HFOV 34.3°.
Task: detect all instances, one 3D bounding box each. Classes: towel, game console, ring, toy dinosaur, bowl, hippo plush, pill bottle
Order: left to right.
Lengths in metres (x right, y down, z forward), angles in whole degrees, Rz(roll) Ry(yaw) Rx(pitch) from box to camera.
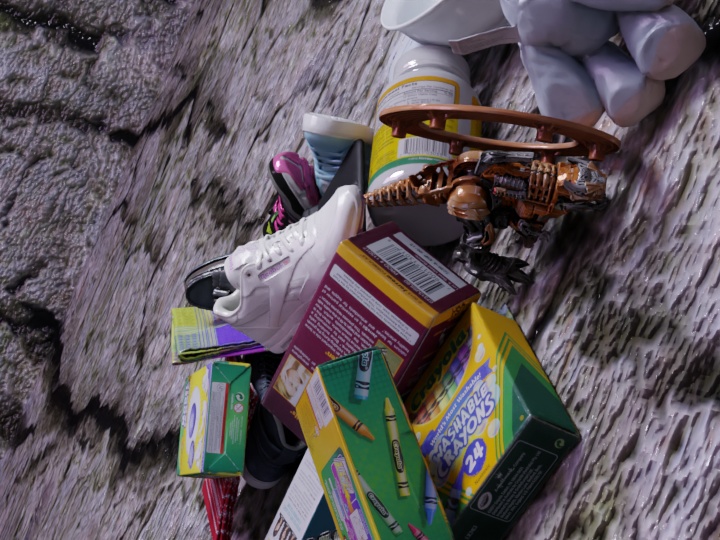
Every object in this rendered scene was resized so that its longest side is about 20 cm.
[{"bbox_3d":[-0.151,0.200,1.338,0.145,0.022,0.200,-128,47,-67],"label":"towel"},{"bbox_3d":[-0.123,0.058,1.368,0.144,0.200,0.023,-113,14,-67],"label":"towel"},{"bbox_3d":[0.000,0.000,1.212,0.116,0.176,0.200,-24,39,21],"label":"game console"},{"bbox_3d":[0.068,-0.134,1.199,0.113,0.113,0.200,-42,32,45],"label":"pill bottle"},{"bbox_3d":[0.123,-0.306,1.252,0.201,0.090,0.201,-41,24,22],"label":"bowl"},{"bbox_3d":[0.109,-0.065,0.996,0.200,0.136,0.102,22,68,28],"label":"toy dinosaur"},{"bbox_3d":[0.113,-0.109,0.964,0.200,0.200,0.019,-175,94,-67],"label":"ring"},{"bbox_3d":[0.188,-0.212,0.980,0.161,0.200,0.160,-59,-32,-56],"label":"hippo plush"}]

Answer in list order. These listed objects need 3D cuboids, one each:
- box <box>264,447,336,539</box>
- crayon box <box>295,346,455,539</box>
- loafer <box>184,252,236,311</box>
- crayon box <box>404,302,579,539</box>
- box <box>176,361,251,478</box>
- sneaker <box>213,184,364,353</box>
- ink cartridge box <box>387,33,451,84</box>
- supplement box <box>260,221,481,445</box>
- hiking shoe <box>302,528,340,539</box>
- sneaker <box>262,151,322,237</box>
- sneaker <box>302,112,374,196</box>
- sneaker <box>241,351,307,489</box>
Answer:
[{"bbox_3d":[-0.058,0.275,1.159,0.200,0.049,0.082,-65,22,3],"label":"box"},{"bbox_3d":[0.013,0.175,0.923,0.119,0.058,0.200,117,134,-65],"label":"crayon box"},{"bbox_3d":[-0.107,0.019,1.343,0.063,0.200,0.072,-90,-6,-61],"label":"loafer"},{"bbox_3d":[0.096,0.117,0.967,0.126,0.052,0.200,-58,23,20],"label":"crayon box"},{"bbox_3d":[-0.163,0.166,1.272,0.200,0.048,0.118,143,132,-71],"label":"box"},{"bbox_3d":[-0.067,-0.005,1.089,0.200,0.100,0.075,-54,19,30],"label":"sneaker"},{"bbox_3d":[0.042,-0.193,1.380,0.200,0.047,0.160,-58,17,23],"label":"ink cartridge box"},{"bbox_3d":[0.006,0.072,1.049,0.086,0.110,0.200,-23,-33,-52],"label":"supplement box"},{"bbox_3d":[-0.022,0.262,1.022,0.200,0.101,0.076,-60,23,16],"label":"hiking shoe"},{"bbox_3d":[-0.079,-0.060,1.354,0.087,0.200,0.074,-15,58,9],"label":"sneaker"},{"bbox_3d":[-0.020,-0.116,1.289,0.200,0.074,0.082,29,-108,-73],"label":"sneaker"},{"bbox_3d":[-0.085,0.127,1.314,0.146,0.077,0.203,126,148,-55],"label":"sneaker"}]
